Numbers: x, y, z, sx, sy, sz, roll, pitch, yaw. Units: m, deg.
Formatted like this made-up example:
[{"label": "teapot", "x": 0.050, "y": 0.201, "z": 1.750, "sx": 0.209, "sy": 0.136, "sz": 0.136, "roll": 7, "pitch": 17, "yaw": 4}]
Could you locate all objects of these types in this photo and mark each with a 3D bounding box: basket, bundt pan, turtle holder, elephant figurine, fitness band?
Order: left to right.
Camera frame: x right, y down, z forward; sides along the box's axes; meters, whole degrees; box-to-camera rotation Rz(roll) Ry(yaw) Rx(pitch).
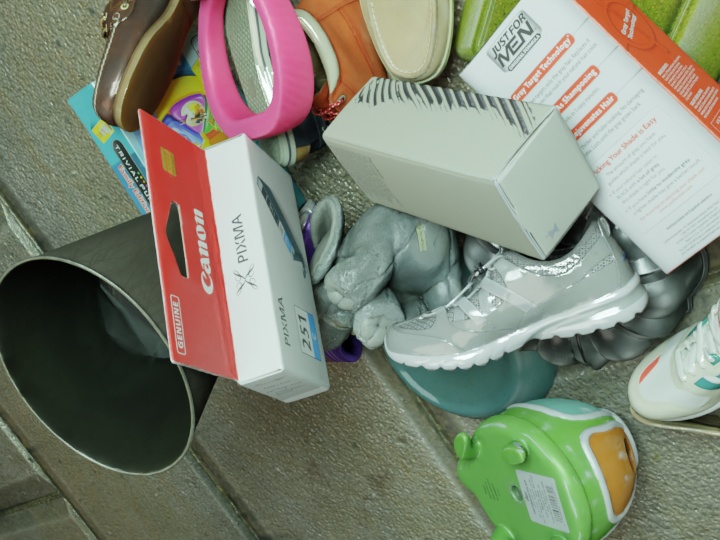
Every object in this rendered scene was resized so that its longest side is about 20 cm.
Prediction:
[{"label": "basket", "x": -0.163, "y": 0.031, "z": 0.727, "sx": 0.135, "sy": 0.200, "sz": 0.181, "roll": -27, "pitch": 104, "yaw": 24}, {"label": "fitness band", "x": -0.094, "y": -0.177, "z": 0.737, "sx": 0.200, "sy": 0.037, "sz": 0.145, "roll": 6, "pitch": 111, "yaw": 65}, {"label": "elephant figurine", "x": 0.000, "y": 0.000, "z": 0.823, "sx": 0.142, "sy": 0.155, "sz": 0.200, "roll": 60, "pitch": 162, "yaw": -18}, {"label": "turtle holder", "x": 0.170, "y": 0.188, "z": 0.841, "sx": 0.141, "sy": 0.131, "sz": 0.186, "roll": 58, "pitch": 151, "yaw": 18}, {"label": "bundt pan", "x": 0.170, "y": -0.005, "z": 0.736, "sx": 0.201, "sy": 0.076, "sz": 0.203, "roll": 14, "pitch": 123, "yaw": 23}]

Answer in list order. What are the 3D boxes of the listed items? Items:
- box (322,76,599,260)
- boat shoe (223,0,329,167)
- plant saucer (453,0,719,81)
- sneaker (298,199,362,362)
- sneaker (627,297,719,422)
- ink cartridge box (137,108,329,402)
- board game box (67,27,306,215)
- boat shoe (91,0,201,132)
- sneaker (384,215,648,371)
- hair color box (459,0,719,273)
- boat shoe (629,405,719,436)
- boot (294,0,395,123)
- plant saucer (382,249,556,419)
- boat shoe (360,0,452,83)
[{"label": "box", "x": 0.064, "y": -0.079, "z": 0.653, "sx": 0.200, "sy": 0.068, "sz": 0.082, "roll": 25, "pitch": 160, "yaw": 50}, {"label": "boat shoe", "x": -0.073, "y": -0.192, "z": 0.801, "sx": 0.075, "sy": 0.062, "sz": 0.201, "roll": 2, "pitch": 109, "yaw": 66}, {"label": "plant saucer", "x": 0.163, "y": -0.192, "z": 0.640, "sx": 0.199, "sy": 0.048, "sz": 0.201, "roll": 29, "pitch": 133, "yaw": 17}, {"label": "sneaker", "x": -0.030, "y": 0.014, "z": 0.931, "sx": 0.083, "sy": 0.081, "sz": 0.201, "roll": 7, "pitch": 134, "yaw": 16}, {"label": "sneaker", "x": 0.269, "y": 0.046, "z": 0.676, "sx": 0.093, "sy": 0.071, "sz": 0.199, "roll": 27, "pitch": 134, "yaw": -37}, {"label": "ink cartridge box", "x": -0.092, "y": -0.011, "z": 0.707, "sx": 0.044, "sy": 0.176, "sz": 0.201, "roll": -18, "pitch": 68, "yaw": 16}, {"label": "board game box", "x": -0.154, "y": -0.108, "z": 0.864, "sx": 0.047, "sy": 0.151, "sz": 0.201, "roll": -18, "pitch": 109, "yaw": 43}, {"label": "boat shoe", "x": -0.186, "y": -0.211, "z": 0.790, "sx": 0.070, "sy": 0.201, "sz": 0.071, "roll": 17, "pitch": 156, "yaw": 7}, {"label": "sneaker", "x": 0.107, "y": 0.017, "z": 0.690, "sx": 0.199, "sy": 0.075, "sz": 0.083, "roll": -19, "pitch": 96, "yaw": 17}, {"label": "hair color box", "x": 0.175, "y": -0.105, "z": 0.616, "sx": 0.200, "sy": 0.061, "sz": 0.102, "roll": 44, "pitch": 137, "yaw": 1}, {"label": "boat shoe", "x": 0.316, "y": 0.109, "z": 0.729, "sx": 0.199, "sy": 0.065, "sz": 0.073, "roll": 3, "pitch": 122, "yaw": 35}, {"label": "boot", "x": -0.010, "y": -0.139, "z": 0.769, "sx": 0.075, "sy": 0.107, "sz": 0.201, "roll": -1, "pitch": 121, "yaw": 35}, {"label": "plant saucer", "x": 0.091, "y": 0.073, "z": 0.894, "sx": 0.199, "sy": 0.036, "sz": 0.201, "roll": 20, "pitch": 131, "yaw": 25}, {"label": "boat shoe", "x": 0.023, "y": -0.234, "z": 0.670, "sx": 0.072, "sy": 0.065, "sz": 0.201, "roll": -1, "pitch": 112, "yaw": 19}]
